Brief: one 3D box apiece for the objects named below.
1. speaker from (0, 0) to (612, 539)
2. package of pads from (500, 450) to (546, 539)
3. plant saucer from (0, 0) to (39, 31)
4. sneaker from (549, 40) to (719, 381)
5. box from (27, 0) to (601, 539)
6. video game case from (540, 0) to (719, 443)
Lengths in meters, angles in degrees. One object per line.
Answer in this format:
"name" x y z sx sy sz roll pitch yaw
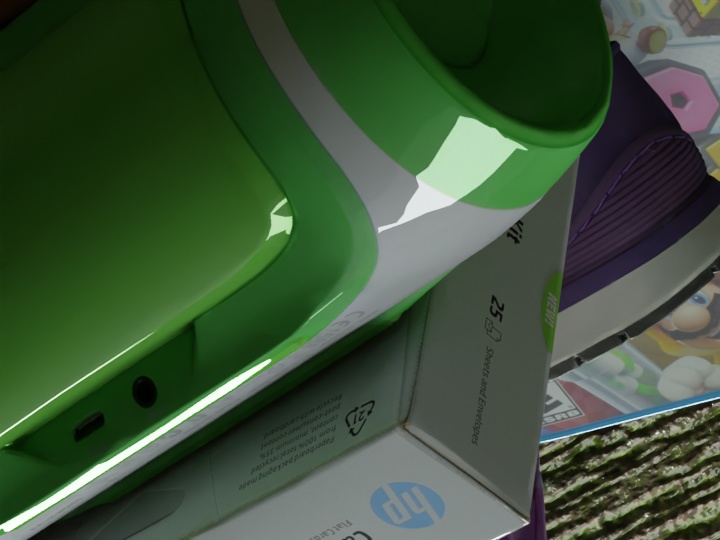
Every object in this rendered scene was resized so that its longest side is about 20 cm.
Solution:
"speaker" -0.049 -0.008 0.560 0.200 0.089 0.088 -33 176 33
"package of pads" -0.044 0.074 0.931 0.120 0.076 0.200 -3 176 -32
"plant saucer" -0.086 -0.052 0.632 0.200 0.037 0.200 -31 176 -3
"sneaker" 0.000 0.000 0.757 0.200 0.088 0.076 -31 -172 29
"box" -0.018 -0.005 0.649 0.156 0.041 0.200 -31 -147 37
"video game case" 0.058 -0.035 0.762 0.143 0.200 0.018 -16 -139 30
